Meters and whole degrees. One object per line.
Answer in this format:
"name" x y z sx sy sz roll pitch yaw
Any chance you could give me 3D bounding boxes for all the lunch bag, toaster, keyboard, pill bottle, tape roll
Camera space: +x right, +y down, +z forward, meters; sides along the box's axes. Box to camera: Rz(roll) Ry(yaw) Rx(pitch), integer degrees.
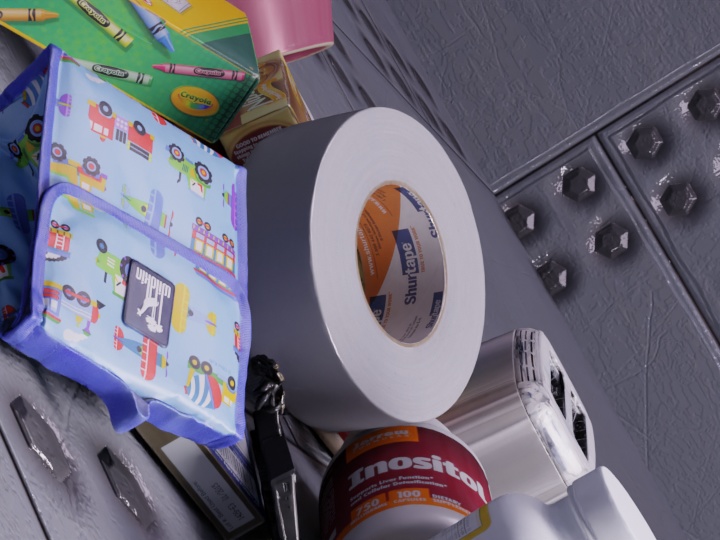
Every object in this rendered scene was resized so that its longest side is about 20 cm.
"lunch bag" -0.135 0.006 1.516 0.151 0.094 0.200 33 34 -37
"toaster" 0.092 0.122 2.051 0.114 0.129 0.200 61 12 -13
"keyboard" -0.051 0.108 1.647 0.200 0.021 0.127 -127 -147 -81
"pill bottle" 0.030 0.163 1.804 0.113 0.113 0.200 55 8 -18
"tape roll" 0.000 0.000 1.805 0.200 0.066 0.201 21 65 -54
"pill bottle" 0.075 0.198 1.641 0.112 0.200 0.112 56 9 -14

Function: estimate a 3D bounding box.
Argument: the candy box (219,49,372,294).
"candy box" -0.035 -0.035 1.914 0.115 0.055 0.200 -103 170 -67

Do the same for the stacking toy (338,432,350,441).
"stacking toy" 0.014 0.065 2.017 0.085 0.085 0.200 55 19 -17

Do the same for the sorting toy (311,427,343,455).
"sorting toy" -0.008 0.093 2.090 0.185 0.036 0.200 52 10 -32

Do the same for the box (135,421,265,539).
"box" -0.108 0.057 1.665 0.121 0.032 0.200 54 11 -29

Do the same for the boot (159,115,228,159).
"boot" -0.099 -0.023 1.883 0.200 0.074 0.155 43 21 -50

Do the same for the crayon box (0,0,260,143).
"crayon box" -0.165 -0.170 1.823 0.200 0.058 0.119 29 18 -18

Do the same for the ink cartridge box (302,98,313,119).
"ink cartridge box" -0.080 -0.131 2.455 0.174 0.044 0.200 61 9 28

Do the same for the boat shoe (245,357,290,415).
"boat shoe" -0.089 0.000 1.799 0.200 0.062 0.072 55 -26 -13

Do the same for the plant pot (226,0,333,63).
"plant pot" -0.106 -0.247 2.287 0.200 0.200 0.179 -20 93 -81
